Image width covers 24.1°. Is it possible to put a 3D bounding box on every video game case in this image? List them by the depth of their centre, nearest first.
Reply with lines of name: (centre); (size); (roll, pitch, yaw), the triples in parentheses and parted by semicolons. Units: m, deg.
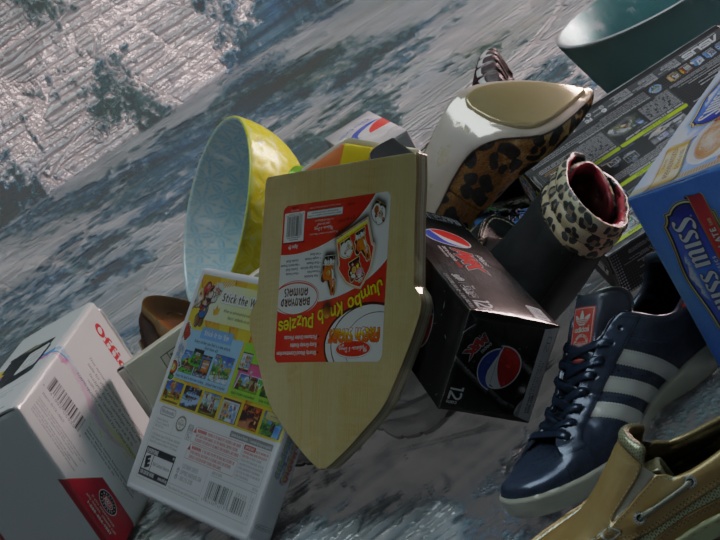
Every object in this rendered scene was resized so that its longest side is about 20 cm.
video game case: (-0.094, 0.094, 1.245); (0.199, 0.023, 0.183); (9, 78, 58)

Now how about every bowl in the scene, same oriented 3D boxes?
bowl: (0.289, -0.212, 1.541); (0.200, 0.106, 0.201); (-28, 15, 8)
bowl: (-0.099, -0.048, 1.714); (0.107, 0.202, 0.200); (10, 1, -22)

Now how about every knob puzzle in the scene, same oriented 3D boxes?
knob puzzle: (-0.010, 0.031, 1.121); (0.030, 0.222, 0.219); (8, -11, -36)

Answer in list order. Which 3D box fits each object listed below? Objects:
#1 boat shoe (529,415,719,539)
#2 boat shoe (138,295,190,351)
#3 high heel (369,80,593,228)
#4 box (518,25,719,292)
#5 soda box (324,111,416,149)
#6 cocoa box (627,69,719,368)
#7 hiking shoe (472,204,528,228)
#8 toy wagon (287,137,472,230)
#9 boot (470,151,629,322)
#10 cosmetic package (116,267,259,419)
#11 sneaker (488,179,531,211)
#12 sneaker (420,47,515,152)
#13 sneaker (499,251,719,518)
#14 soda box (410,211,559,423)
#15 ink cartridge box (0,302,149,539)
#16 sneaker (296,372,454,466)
boat shoe: (0.147, 0.112, 0.859); (0.199, 0.076, 0.072); (-29, 16, 9)
boat shoe: (-0.178, 0.073, 1.604); (0.070, 0.071, 0.200); (9, 10, -9)
high heel: (0.085, -0.060, 1.245); (0.199, 0.143, 0.071); (-23, 49, -24)
box: (0.233, -0.086, 1.266); (0.199, 0.044, 0.160); (-33, 39, -4)
soda box: (0.019, -0.121, 1.836); (0.063, 0.069, 0.200); (-32, 15, -4)
cocoa box: (0.274, -0.054, 1.024); (0.131, 0.134, 0.200); (-19, 19, 40)
hiking shoe: (0.097, -0.021, 1.343); (0.199, 0.087, 0.074); (-29, 16, 7)
toy wagon: (0.000, 0.000, 1.319); (0.154, 0.202, 0.040); (11, -8, 22)
boot: (0.129, -0.020, 1.197); (0.154, 0.073, 0.204); (-57, 10, 28)
cosmetic package: (-0.090, 0.065, 1.387); (0.199, 0.106, 0.071); (-34, 3, -15)
sneaker: (0.122, -0.076, 1.448); (0.199, 0.078, 0.088); (-17, 1, 44)
sneaker: (0.083, -0.115, 1.419); (0.115, 0.076, 0.200); (-29, 19, 16)
sneaker: (0.140, 0.062, 1.010); (0.200, 0.085, 0.075); (-41, 19, -32)
soda box: (0.058, 0.024, 1.097); (0.063, 0.071, 0.200); (10, 18, -19)
ink cartridge box: (-0.236, 0.139, 1.367); (0.082, 0.146, 0.200); (-28, 15, 19)
sneaker: (-0.012, 0.082, 1.231); (0.199, 0.087, 0.075); (-21, 20, 35)
